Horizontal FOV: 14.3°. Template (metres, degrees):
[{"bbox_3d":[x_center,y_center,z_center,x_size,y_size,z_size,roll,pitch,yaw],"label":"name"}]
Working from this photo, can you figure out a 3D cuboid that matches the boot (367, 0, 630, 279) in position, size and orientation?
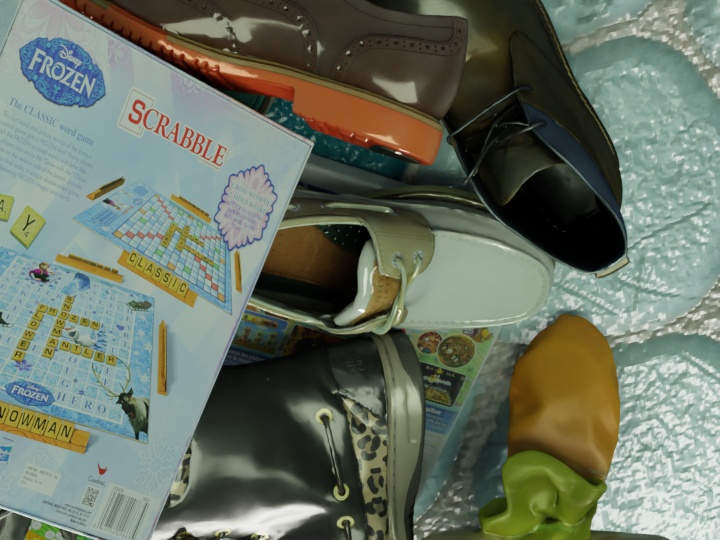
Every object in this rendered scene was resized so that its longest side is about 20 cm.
[{"bbox_3d":[0.065,-0.083,1.317,0.075,0.097,0.200,-37,118,11],"label":"boot"}]

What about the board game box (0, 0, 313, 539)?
[{"bbox_3d":[-0.126,0.002,1.202,0.200,0.041,0.201,28,84,-51],"label":"board game box"}]

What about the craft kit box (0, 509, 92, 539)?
[{"bbox_3d":[-0.229,0.164,1.435,0.197,0.049,0.200,29,110,-20],"label":"craft kit box"}]

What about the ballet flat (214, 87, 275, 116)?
[{"bbox_3d":[-0.053,-0.130,1.292,0.067,0.062,0.201,23,120,-1],"label":"ballet flat"}]

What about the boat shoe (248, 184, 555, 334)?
[{"bbox_3d":[0.000,0.000,1.347,0.199,0.069,0.075,7,117,-14],"label":"boat shoe"}]

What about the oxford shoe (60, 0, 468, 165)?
[{"bbox_3d":[-0.049,-0.113,1.239,0.199,0.071,0.073,22,89,2],"label":"oxford shoe"}]

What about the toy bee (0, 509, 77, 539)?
[{"bbox_3d":[-0.170,0.024,1.303,0.130,0.109,0.201,18,101,-14],"label":"toy bee"}]

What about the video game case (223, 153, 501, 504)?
[{"bbox_3d":[-0.013,0.046,1.420,0.142,0.018,0.201,17,114,-18],"label":"video game case"}]

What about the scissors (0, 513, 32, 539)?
[{"bbox_3d":[-0.162,0.095,1.383,0.073,0.014,0.201,38,84,-29],"label":"scissors"}]

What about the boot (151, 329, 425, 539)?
[{"bbox_3d":[-0.050,0.125,1.396,0.150,0.073,0.201,-1,115,-18],"label":"boot"}]

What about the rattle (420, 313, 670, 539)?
[{"bbox_3d":[0.072,0.101,1.342,0.199,0.130,0.144,4,104,-53],"label":"rattle"}]
